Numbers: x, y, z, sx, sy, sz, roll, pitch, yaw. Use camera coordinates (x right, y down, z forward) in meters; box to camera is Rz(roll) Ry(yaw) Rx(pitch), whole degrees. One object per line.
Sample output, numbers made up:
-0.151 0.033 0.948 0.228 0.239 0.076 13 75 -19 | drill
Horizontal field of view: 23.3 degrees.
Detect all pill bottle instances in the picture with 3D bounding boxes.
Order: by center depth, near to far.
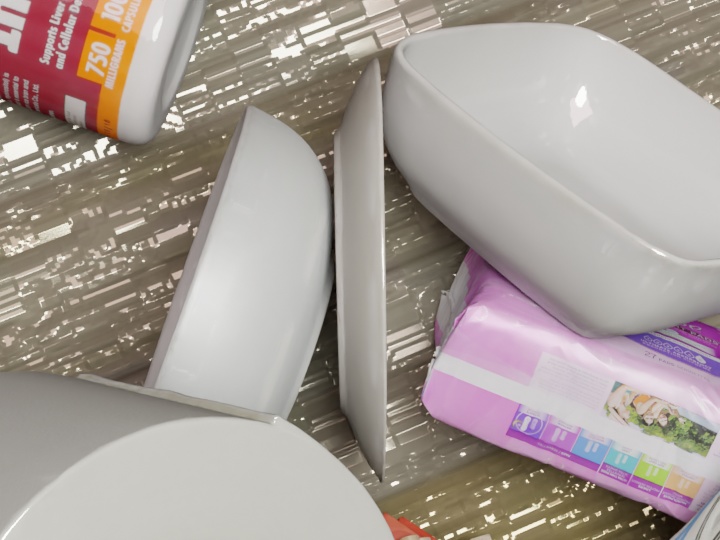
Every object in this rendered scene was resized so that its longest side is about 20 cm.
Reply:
-0.183 -0.146 0.886 0.200 0.113 0.113 18 78 -1 | pill bottle

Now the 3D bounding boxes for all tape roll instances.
-0.098 0.143 0.642 0.202 0.139 0.203 -3 95 -39 | tape roll

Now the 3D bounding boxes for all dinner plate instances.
0.000 0.000 0.829 0.024 0.200 0.201 -1 79 1 | dinner plate

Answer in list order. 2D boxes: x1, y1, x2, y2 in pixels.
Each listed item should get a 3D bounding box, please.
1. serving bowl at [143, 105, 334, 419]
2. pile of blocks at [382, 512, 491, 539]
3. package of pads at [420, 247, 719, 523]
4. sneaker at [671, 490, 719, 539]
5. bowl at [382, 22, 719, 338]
-0.057 0.027 0.822 0.066 0.200 0.200 19 78 -7 | serving bowl
0.000 0.151 0.837 0.082 0.200 0.062 -31 62 30 | pile of blocks
0.131 0.059 0.867 0.200 0.121 0.076 22 110 -1 | package of pads
0.173 0.134 0.773 0.072 0.072 0.200 41 106 13 | sneaker
0.117 -0.041 0.858 0.200 0.075 0.200 41 33 27 | bowl
